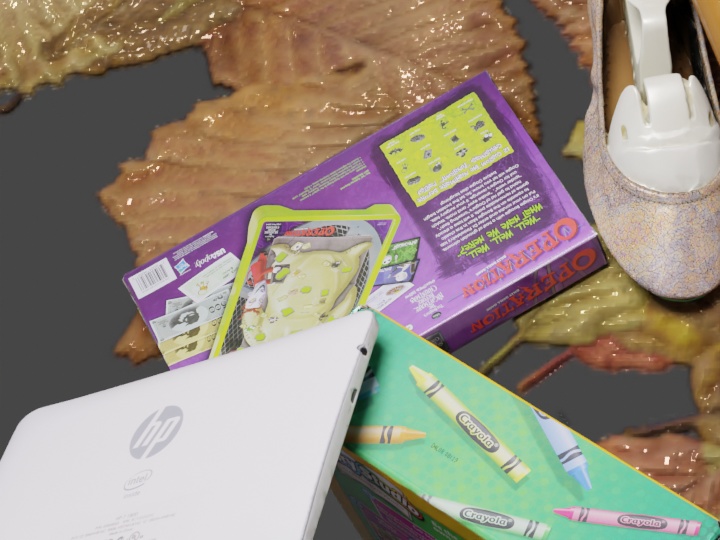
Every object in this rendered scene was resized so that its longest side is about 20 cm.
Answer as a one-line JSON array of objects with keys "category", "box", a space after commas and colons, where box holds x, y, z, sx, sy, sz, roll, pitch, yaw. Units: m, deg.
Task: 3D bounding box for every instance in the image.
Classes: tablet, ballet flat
[{"category": "tablet", "box": [-0.085, 0.086, 1.160, 0.200, 0.014, 0.130, -17, 39, 35]}, {"category": "ballet flat", "box": [0.132, -0.080, 1.293, 0.068, 0.067, 0.200, -5, 53, -3]}]

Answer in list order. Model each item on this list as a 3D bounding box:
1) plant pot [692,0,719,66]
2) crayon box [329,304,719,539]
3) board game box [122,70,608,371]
[{"category": "plant pot", "box": [0.226, -0.126, 1.231, 0.200, 0.200, 0.184, -13, 68, 12]}, {"category": "crayon box", "box": [0.068, 0.106, 1.153, 0.200, 0.119, 0.058, 31, 71, 35]}, {"category": "board game box", "box": [0.000, 0.000, 1.316, 0.200, 0.032, 0.120, -29, 47, -1]}]
